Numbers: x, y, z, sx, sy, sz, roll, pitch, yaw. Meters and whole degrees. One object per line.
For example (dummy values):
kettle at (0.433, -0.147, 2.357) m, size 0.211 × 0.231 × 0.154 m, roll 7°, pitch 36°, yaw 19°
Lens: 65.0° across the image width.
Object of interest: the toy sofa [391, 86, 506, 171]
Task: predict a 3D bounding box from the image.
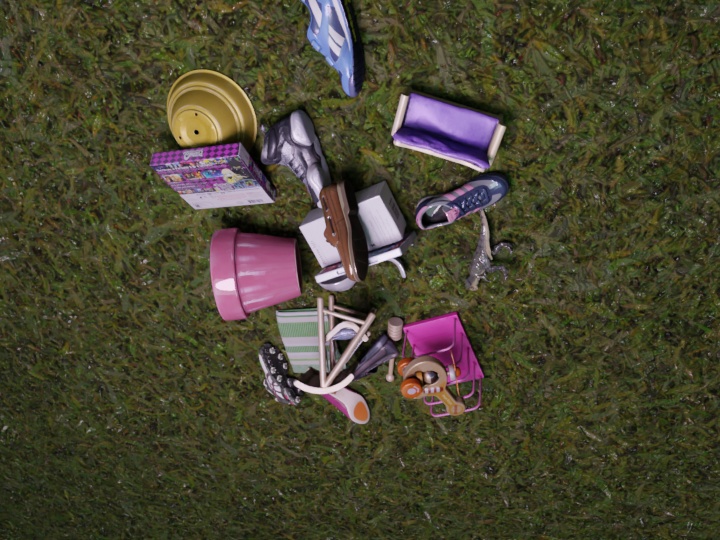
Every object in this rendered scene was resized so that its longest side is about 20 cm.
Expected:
toy sofa at (0.161, -0.262, 1.041) m, size 0.197 × 0.098 × 0.084 m, roll 18°, pitch 125°, yaw 2°

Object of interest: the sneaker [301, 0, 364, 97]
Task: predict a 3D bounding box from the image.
sneaker at (-0.046, -0.410, 1.011) m, size 0.081 × 0.074 × 0.202 m, roll -7°, pitch 113°, yaw 20°

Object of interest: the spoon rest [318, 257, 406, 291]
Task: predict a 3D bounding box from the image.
spoon rest at (0.000, 0.000, 1.261) m, size 0.197 × 0.100 × 0.061 m, roll -10°, pitch 112°, yaw 2°

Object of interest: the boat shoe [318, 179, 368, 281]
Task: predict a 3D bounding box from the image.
boat shoe at (-0.034, -0.073, 1.113) m, size 0.067 × 0.072 × 0.203 m, roll -13°, pitch 80°, yaw 23°

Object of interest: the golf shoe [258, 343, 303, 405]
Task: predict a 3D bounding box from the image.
golf shoe at (-0.230, 0.284, 1.502) m, size 0.087 × 0.077 × 0.202 m, roll -11°, pitch 119°, yaw 28°

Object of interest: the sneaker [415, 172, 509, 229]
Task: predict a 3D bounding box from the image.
sneaker at (0.202, -0.129, 1.126) m, size 0.198 × 0.082 × 0.071 m, roll -21°, pitch 116°, yaw 24°

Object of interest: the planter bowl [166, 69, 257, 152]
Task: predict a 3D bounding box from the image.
planter bowl at (-0.317, -0.291, 1.141) m, size 0.197 × 0.084 × 0.203 m, roll 6°, pitch 123°, yaw 10°

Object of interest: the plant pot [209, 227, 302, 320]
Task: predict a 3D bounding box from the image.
plant pot at (-0.223, 0.002, 1.257) m, size 0.176 × 0.201 × 0.202 m, roll -5°, pitch 123°, yaw -1°

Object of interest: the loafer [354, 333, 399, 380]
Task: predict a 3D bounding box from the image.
loafer at (0.026, 0.232, 1.393) m, size 0.063 × 0.072 × 0.200 m, roll 39°, pitch 133°, yaw 1°

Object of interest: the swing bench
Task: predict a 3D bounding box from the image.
swing bench at (-0.050, 0.168, 1.264) m, size 0.128 × 0.199 × 0.203 m, roll 16°, pitch 91°, yaw 3°

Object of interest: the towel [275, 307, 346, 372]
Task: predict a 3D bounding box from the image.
towel at (-0.127, 0.181, 1.443) m, size 0.150 × 0.024 × 0.202 m, roll -4°, pitch 123°, yaw 17°

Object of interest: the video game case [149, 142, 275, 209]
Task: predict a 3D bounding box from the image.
video game case at (-0.301, -0.191, 1.177) m, size 0.197 × 0.036 × 0.182 m, roll -3°, pitch 156°, yaw 15°

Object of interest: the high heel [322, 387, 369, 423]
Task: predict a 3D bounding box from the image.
high heel at (-0.057, 0.344, 1.522) m, size 0.095 × 0.068 × 0.200 m, roll 4°, pitch 148°, yaw 51°

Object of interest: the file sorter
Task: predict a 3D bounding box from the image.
file sorter at (0.194, 0.228, 1.334) m, size 0.137 × 0.126 × 0.202 m, roll -17°, pitch 117°, yaw 22°

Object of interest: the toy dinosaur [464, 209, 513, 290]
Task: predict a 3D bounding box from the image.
toy dinosaur at (0.275, -0.029, 1.200) m, size 0.087 × 0.048 × 0.202 m, roll 12°, pitch 121°, yaw 13°

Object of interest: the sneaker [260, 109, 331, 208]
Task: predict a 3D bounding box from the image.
sneaker at (-0.134, -0.217, 1.155) m, size 0.112 × 0.076 × 0.202 m, roll -9°, pitch 114°, yaw 19°

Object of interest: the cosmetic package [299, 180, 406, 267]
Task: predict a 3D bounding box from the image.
cosmetic package at (-0.016, -0.096, 1.199) m, size 0.198 × 0.081 × 0.114 m, roll -21°, pitch 114°, yaw 23°

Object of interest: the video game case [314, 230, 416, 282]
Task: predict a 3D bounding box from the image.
video game case at (0.013, -0.030, 1.199) m, size 0.198 × 0.143 × 0.018 m, roll -18°, pitch 101°, yaw 23°

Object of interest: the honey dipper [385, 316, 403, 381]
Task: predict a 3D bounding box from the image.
honey dipper at (0.082, 0.203, 1.401) m, size 0.037 × 0.038 × 0.202 m, roll 7°, pitch 126°, yaw 8°

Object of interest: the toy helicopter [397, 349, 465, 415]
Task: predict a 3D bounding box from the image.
toy helicopter at (0.180, 0.253, 1.249) m, size 0.131 × 0.079 × 0.200 m, roll -33°, pitch 121°, yaw 17°
